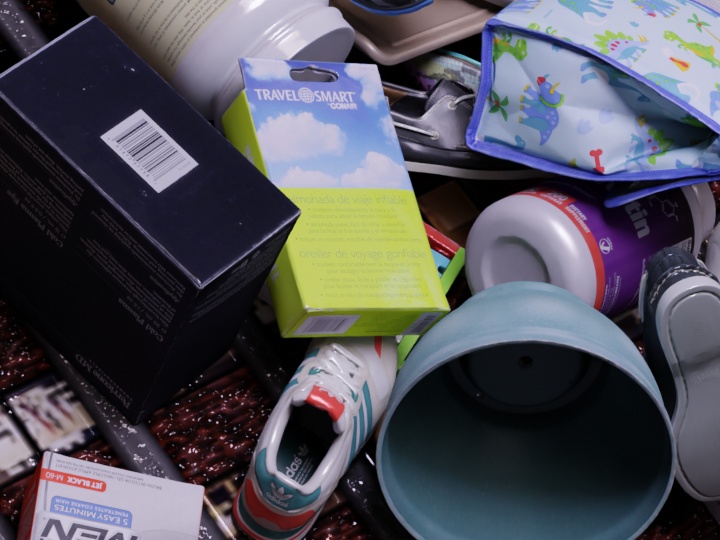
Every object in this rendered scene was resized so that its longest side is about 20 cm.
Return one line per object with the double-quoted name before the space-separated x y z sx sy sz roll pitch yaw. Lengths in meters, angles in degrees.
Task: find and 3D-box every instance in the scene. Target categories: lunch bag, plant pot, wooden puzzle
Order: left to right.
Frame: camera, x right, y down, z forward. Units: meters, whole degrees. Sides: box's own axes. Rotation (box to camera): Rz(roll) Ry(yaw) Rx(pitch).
"wooden puzzle" 0.032 -0.222 1.907 0.200 0.037 0.185 -19 42 -33
"plant pot" 0.113 0.091 1.671 0.200 0.200 0.134 19 33 -9
"lunch bag" 0.199 -0.130 1.749 0.200 0.128 0.170 15 29 17

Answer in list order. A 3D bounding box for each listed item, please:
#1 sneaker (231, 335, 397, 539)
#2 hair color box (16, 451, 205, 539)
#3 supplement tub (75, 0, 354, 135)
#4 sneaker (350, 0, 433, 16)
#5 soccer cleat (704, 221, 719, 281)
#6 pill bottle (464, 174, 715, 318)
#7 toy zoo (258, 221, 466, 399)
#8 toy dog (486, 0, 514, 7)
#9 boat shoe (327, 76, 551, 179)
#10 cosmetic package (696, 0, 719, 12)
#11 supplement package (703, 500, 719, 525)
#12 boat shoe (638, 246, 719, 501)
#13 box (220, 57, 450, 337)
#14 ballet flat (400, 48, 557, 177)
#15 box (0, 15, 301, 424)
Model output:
"sneaker" -0.019 0.093 1.656 0.070 0.093 0.200 30 58 0
"hair color box" -0.168 0.223 1.537 0.111 0.064 0.200 14 55 -14
"supplement tub" -0.116 -0.204 1.795 0.200 0.145 0.145 46 53 12
"sneaker" -0.013 -0.253 1.775 0.200 0.083 0.071 36 77 27
"soccer cleat" 0.347 0.013 1.890 0.200 0.078 0.069 20 12 -27
"pill bottle" 0.176 -0.023 1.798 0.200 0.112 0.112 -24 69 -44
"toy zoo" 0.000 0.000 1.781 0.200 0.020 0.131 33 52 2
"toy dog" 0.047 -0.269 1.859 0.200 0.096 0.132 6 34 -1
"boat shoe" 0.070 -0.108 1.816 0.200 0.068 0.072 7 21 2
"cosmetic package" 0.265 -0.166 1.931 0.101 0.071 0.200 50 35 15
"supplement package" 0.328 0.079 1.743 0.152 0.200 0.151 -23 68 -32
"boat shoe" 0.234 0.071 1.674 0.076 0.200 0.060 -13 36 -6
"box" -0.021 -0.051 1.698 0.122 0.048 0.200 0 61 -32
"ballet flat" 0.120 -0.113 1.886 0.200 0.069 0.071 19 78 -9
"box" -0.166 -0.033 1.636 0.200 0.182 0.104 44 53 10
